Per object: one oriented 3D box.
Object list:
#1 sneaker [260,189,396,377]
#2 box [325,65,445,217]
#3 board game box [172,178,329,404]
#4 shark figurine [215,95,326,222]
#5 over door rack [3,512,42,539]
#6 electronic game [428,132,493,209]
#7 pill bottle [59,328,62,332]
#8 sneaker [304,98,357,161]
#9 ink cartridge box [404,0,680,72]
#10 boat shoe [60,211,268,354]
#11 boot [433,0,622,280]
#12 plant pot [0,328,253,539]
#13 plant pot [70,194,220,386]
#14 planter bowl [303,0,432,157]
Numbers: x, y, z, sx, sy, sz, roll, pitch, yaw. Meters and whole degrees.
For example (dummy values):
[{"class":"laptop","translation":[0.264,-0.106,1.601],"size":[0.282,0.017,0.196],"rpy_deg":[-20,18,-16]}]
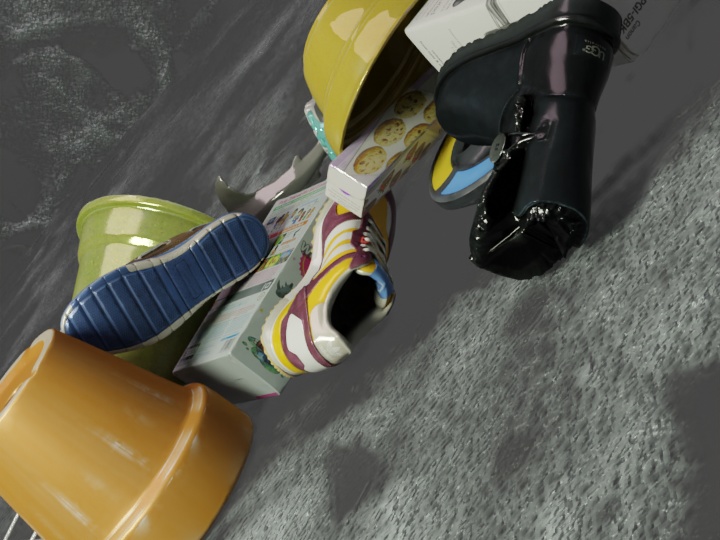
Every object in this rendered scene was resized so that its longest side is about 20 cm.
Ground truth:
[{"class":"sneaker","translation":[0.000,0.000,1.245],"size":[0.090,0.075,0.201],"rpy_deg":[-14,41,44]},{"class":"box","translation":[0.044,-0.121,1.286],"size":[0.200,0.041,0.039],"rpy_deg":[-45,-20,-33]},{"class":"board game box","translation":[-0.072,0.019,1.398],"size":[0.201,0.064,0.147],"rpy_deg":[-60,19,-21]},{"class":"shark figurine","translation":[-0.102,-0.089,1.648],"size":[0.215,0.089,0.128],"rpy_deg":[-46,17,26]},{"class":"over door rack","translation":[-0.308,0.239,1.541],"size":[0.148,0.066,0.201],"rpy_deg":[-175,101,-71]},{"class":"electronic game","translation":[0.123,-0.130,1.214],"size":[0.200,0.042,0.200],"rpy_deg":[-47,16,18]},{"class":"pill bottle","translation":[-0.282,0.099,1.717],"size":[0.114,0.114,0.200],"rpy_deg":[-44,17,25]},{"class":"sneaker","translation":[0.016,-0.146,1.422],"size":[0.091,0.078,0.200],"rpy_deg":[-32,2,22]},{"class":"ink cartridge box","translation":[0.146,-0.213,1.145],"size":[0.147,0.083,0.200],"rpy_deg":[-54,22,-22]},{"class":"boat shoe","translation":[-0.175,0.015,1.386],"size":[0.199,0.073,0.072],"rpy_deg":[-27,11,-16]},{"class":"boot","translation":[0.096,-0.075,1.049],"size":[0.200,0.076,0.169],"rpy_deg":[-27,44,59]},{"class":"plant pot","translation":[-0.221,0.151,1.304],"size":[0.200,0.183,0.200],"rpy_deg":[-47,16,18]},{"class":"plant pot","translation":[-0.205,0.060,1.496],"size":[0.200,0.200,0.185],"rpy_deg":[-28,39,55]},{"class":"planter bowl","translation":[0.011,-0.183,1.290],"size":[0.201,0.083,0.201],"rpy_deg":[-51,-16,-20]}]
